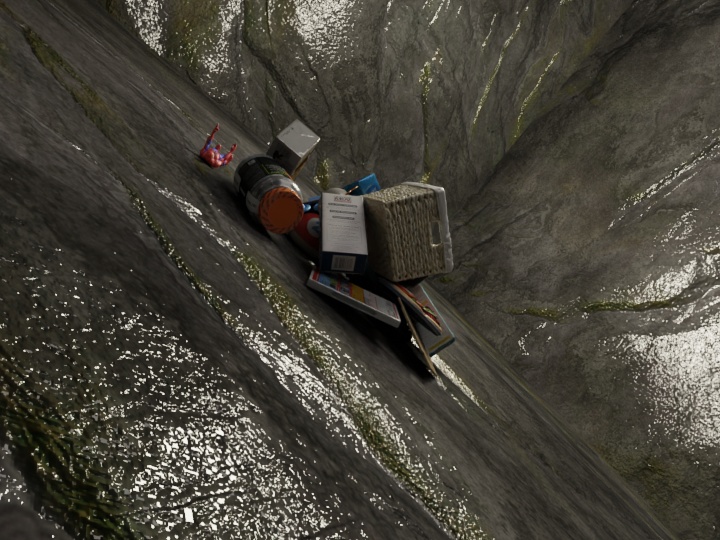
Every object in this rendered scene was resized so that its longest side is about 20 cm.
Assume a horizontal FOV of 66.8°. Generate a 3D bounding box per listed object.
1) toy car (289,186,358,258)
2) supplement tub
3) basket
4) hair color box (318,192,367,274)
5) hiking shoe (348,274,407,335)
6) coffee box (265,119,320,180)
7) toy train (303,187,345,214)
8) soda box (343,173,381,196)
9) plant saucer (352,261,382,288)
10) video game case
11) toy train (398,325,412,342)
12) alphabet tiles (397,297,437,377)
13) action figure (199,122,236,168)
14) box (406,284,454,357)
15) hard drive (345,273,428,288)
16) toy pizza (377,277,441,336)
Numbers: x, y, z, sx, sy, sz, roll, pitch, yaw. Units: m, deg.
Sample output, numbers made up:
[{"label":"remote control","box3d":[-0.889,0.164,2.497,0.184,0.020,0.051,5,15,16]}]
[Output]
[{"label":"toy car","box3d":[-0.078,-0.136,1.346,0.184,0.201,0.177,40,7,-3]},{"label":"supplement tub","box3d":[-0.201,-0.168,1.199,0.122,0.123,0.200,35,9,-38]},{"label":"basket","box3d":[0.100,-0.091,1.287,0.200,0.158,0.202,-152,-130,-64]},{"label":"hair color box","box3d":[-0.041,-0.084,1.201,0.098,0.061,0.202,5,44,-8]},{"label":"hiking shoe","box3d":[0.054,0.080,1.273,0.100,0.076,0.200,27,15,-50]},{"label":"coffee box","box3d":[-0.194,-0.257,1.348,0.079,0.200,0.114,38,42,-5]},{"label":"toy train","box3d":[-0.094,-0.163,1.483,0.115,0.196,0.088,-83,159,-62]},{"label":"soda box","box3d":[0.034,-0.141,1.418,0.067,0.064,0.203,-7,-70,54]},{"label":"plant saucer","box3d":[0.000,0.000,1.310,0.069,0.019,0.201,13,-27,31]},{"label":"video game case","box3d":[-0.014,0.051,1.119,0.197,0.018,0.143,26,9,-5]},{"label":"toy train","box3d":[0.084,0.121,1.371,0.045,0.034,0.200,27,12,-20]},{"label":"alphabet tiles","box3d":[0.128,0.150,1.210,0.200,0.006,0.169,52,14,-68]},{"label":"action figure","box3d":[-0.349,-0.311,1.374,0.065,0.099,0.200,37,10,-12]},{"label":"box","box3d":[0.154,0.115,1.395,0.202,0.082,0.049,58,0,22]},{"label":"hard drive","box3d":[0.078,-0.005,1.405,0.197,0.034,0.139,9,24,32]},{"label":"toy pizza","box3d":[0.119,0.078,1.279,0.200,0.032,0.200,43,-4,4]}]
